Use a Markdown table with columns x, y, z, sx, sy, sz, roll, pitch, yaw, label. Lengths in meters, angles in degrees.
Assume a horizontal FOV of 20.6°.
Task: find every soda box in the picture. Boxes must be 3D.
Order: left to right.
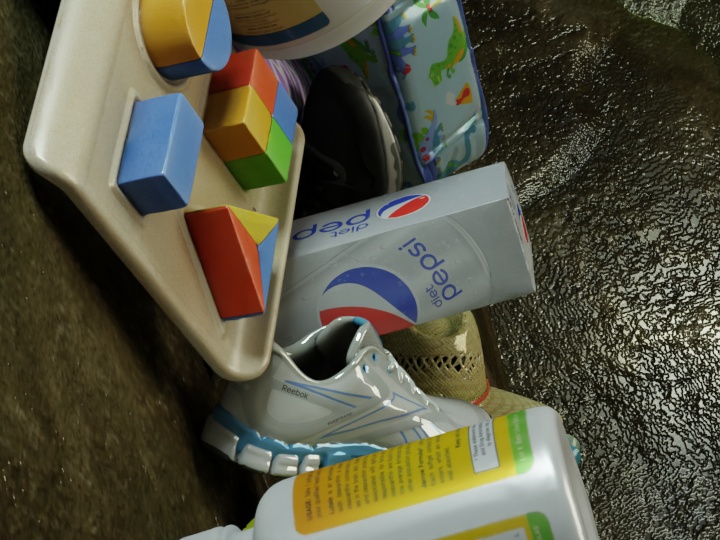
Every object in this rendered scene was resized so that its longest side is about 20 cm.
| x | y | z | sx | sy | sz | roll | pitch | yaw | label |
| --- | --- | --- | --- | --- | --- | --- | --- | --- | --- |
| 0.000 | 0.000 | 1.167 | 0.068 | 0.199 | 0.064 | -85 | 158 | -68 | soda box |

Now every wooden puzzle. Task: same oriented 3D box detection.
| x | y | z | sx | sy | sz | roll | pitch | yaw | label |
| --- | --- | --- | --- | --- | --- | --- | --- | --- | --- |
| -0.085 | -0.069 | 1.026 | 0.200 | 0.046 | 0.186 | 50 | 37 | -43 | wooden puzzle |

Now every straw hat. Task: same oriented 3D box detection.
| x | y | z | sx | sy | sz | roll | pitch | yaw | label |
| --- | --- | --- | --- | --- | --- | --- | --- | --- | --- |
| 0.040 | 0.060 | 1.286 | 0.201 | 0.200 | 0.085 | -64 | 153 | -78 | straw hat |

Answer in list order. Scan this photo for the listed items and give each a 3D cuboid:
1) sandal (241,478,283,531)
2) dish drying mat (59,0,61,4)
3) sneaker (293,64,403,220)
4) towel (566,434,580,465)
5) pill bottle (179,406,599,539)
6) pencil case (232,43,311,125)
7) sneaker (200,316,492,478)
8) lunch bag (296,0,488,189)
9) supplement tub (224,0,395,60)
| x | y | z | sx | sy | sz | roll | pitch | yaw | label |
| --- | --- | --- | --- | --- | --- | --- | --- | --- | --- |
| -0.026 | 0.165 | 1.120 | 0.200 | 0.079 | 0.087 | -60 | 160 | -68 | sandal |
| -0.140 | -0.107 | 1.089 | 0.077 | 0.018 | 0.201 | 40 | 34 | -74 | dish drying mat |
| -0.031 | -0.030 | 1.253 | 0.076 | 0.087 | 0.200 | 36 | -44 | 37 | sneaker |
| 0.042 | 0.183 | 1.072 | 0.022 | 0.147 | 0.200 | 40 | 52 | -11 | towel |
| 0.015 | 0.145 | 0.968 | 0.111 | 0.199 | 0.111 | -17 | 90 | -82 | pill bottle |
| -0.083 | -0.106 | 1.240 | 0.084 | 0.085 | 0.200 | 60 | 8 | 1 | pencil case |
| 0.007 | 0.071 | 1.125 | 0.200 | 0.075 | 0.087 | 6 | 106 | -42 | sneaker |
| -0.002 | -0.153 | 1.334 | 0.161 | 0.082 | 0.200 | 26 | -36 | 42 | lunch bag |
| -0.066 | -0.228 | 1.080 | 0.200 | 0.144 | 0.145 | 48 | 23 | -41 | supplement tub |
